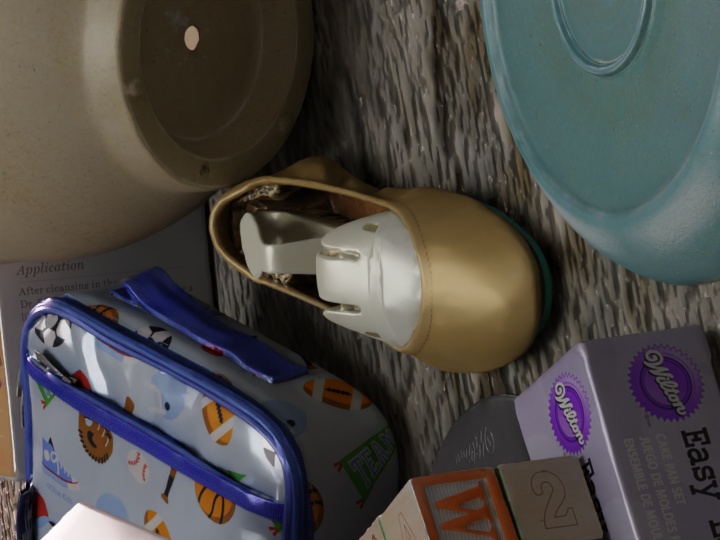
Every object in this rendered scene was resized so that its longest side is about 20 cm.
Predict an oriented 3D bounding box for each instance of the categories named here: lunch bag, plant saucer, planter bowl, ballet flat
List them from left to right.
[{"bbox_3d":[-0.105,-0.096,1.091,0.135,0.200,0.201,8,103,38],"label":"planter bowl"},{"bbox_3d":[-0.071,0.090,1.113,0.200,0.075,0.161,25,123,42],"label":"lunch bag"},{"bbox_3d":[0.000,0.000,1.001,0.200,0.063,0.069,-161,68,-63],"label":"ballet flat"},{"bbox_3d":[0.084,-0.094,0.840,0.200,0.027,0.201,175,90,-66],"label":"plant saucer"}]

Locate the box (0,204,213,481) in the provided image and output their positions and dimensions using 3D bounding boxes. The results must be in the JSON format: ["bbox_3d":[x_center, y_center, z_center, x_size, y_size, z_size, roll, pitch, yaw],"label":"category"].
[{"bbox_3d":[-0.147,-0.007,1.273,0.152,0.106,0.201,174,90,-66],"label":"box"}]

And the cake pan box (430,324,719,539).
[{"bbox_3d":[0.079,0.136,0.874,0.184,0.052,0.200,-45,55,57],"label":"cake pan box"}]

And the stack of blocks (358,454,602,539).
[{"bbox_3d":[0.050,0.172,0.816,0.115,0.058,0.200,125,133,-55],"label":"stack of blocks"}]

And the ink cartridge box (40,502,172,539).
[{"bbox_3d":[-0.043,0.191,0.971,0.144,0.084,0.200,12,143,55],"label":"ink cartridge box"}]
